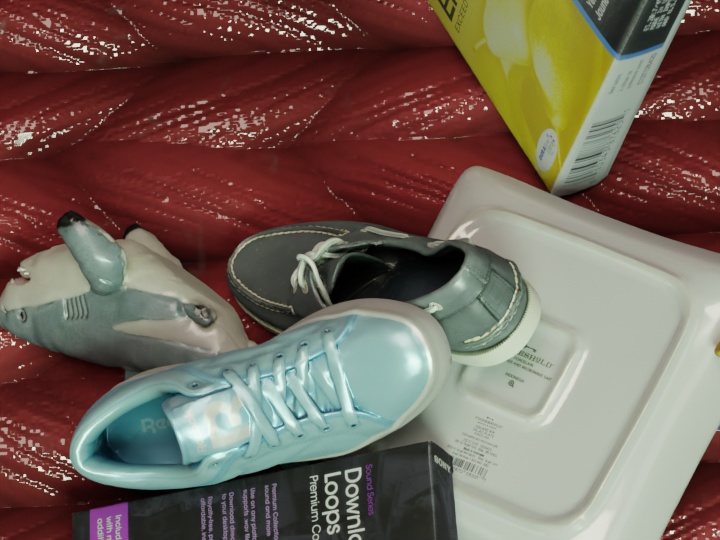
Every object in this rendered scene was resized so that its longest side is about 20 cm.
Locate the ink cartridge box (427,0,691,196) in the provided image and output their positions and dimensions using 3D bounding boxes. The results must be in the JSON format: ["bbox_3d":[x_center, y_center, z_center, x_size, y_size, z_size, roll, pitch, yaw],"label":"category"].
[{"bbox_3d":[0.090,-0.173,1.393,0.047,0.198,0.200,-23,65,-24],"label":"ink cartridge box"}]

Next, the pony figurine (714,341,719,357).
[{"bbox_3d":[0.294,0.071,1.268,0.193,0.167,0.200,-38,97,25],"label":"pony figurine"}]

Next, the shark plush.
[{"bbox_3d":[-0.097,0.047,1.406,0.200,0.091,0.083,34,98,8],"label":"shark plush"}]

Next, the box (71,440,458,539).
[{"bbox_3d":[-0.046,0.171,1.319,0.200,0.036,0.143,-13,65,18],"label":"box"}]

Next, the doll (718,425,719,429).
[{"bbox_3d":[0.242,0.042,1.361,0.200,0.048,0.137,3,67,9],"label":"doll"}]

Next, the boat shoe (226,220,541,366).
[{"bbox_3d":[0.000,0.000,1.364,0.200,0.062,0.073,11,67,42],"label":"boat shoe"}]

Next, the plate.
[{"bbox_3d":[0.085,0.053,1.352,0.199,0.032,0.200,22,76,30],"label":"plate"}]

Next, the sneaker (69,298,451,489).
[{"bbox_3d":[-0.052,0.071,1.308,0.200,0.082,0.074,-20,98,25],"label":"sneaker"}]
